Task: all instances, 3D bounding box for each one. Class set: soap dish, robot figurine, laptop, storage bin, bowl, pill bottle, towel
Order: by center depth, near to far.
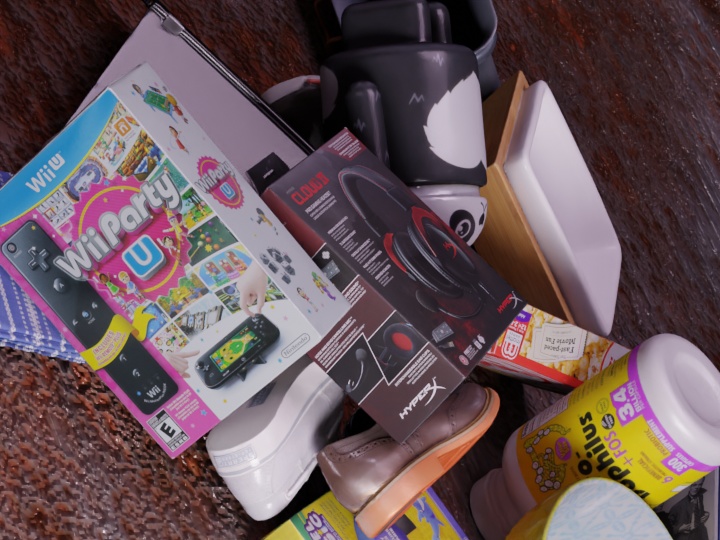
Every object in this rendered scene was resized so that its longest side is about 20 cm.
[{"bbox_3d":[-0.223,-0.005,1.479,0.199,0.024,0.146,17,43,-49],"label":"towel"},{"bbox_3d":[0.142,0.253,1.607,0.200,0.107,0.202,25,56,-43],"label":"bowl"},{"bbox_3d":[-0.120,-0.092,1.669,0.187,0.116,0.200,43,2,-17],"label":"laptop"},{"bbox_3d":[0.176,0.138,1.702,0.104,0.200,0.105,34,34,-28],"label":"pill bottle"},{"bbox_3d":[0.035,-0.102,1.744,0.149,0.125,0.202,-3,87,-28],"label":"robot figurine"},{"bbox_3d":[0.145,-0.042,1.925,0.201,0.081,0.158,63,24,-26],"label":"soap dish"},{"bbox_3d":[0.044,-0.211,1.981,0.134,0.145,0.201,58,12,-58],"label":"storage bin"}]

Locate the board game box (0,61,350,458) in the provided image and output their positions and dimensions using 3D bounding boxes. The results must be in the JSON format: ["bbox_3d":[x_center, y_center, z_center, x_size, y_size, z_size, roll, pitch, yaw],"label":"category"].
[{"bbox_3d":[-0.126,-0.005,1.442,0.200,0.147,0.064,49,28,-4],"label":"board game box"}]

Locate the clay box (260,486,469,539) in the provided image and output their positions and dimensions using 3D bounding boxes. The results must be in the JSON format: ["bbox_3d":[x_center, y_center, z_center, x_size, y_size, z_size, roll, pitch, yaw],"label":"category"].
[{"bbox_3d":[0.004,0.200,1.546,0.115,0.048,0.200,53,28,4],"label":"clay box"}]

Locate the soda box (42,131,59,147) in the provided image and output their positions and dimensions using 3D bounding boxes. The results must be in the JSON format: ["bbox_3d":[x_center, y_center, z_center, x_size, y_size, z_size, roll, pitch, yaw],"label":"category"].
[{"bbox_3d":[-0.132,-0.014,1.541,0.200,0.063,0.068,50,20,-17],"label":"soda box"}]

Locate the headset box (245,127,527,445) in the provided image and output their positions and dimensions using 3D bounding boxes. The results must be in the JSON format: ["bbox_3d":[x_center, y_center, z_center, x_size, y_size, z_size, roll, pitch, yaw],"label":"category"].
[{"bbox_3d":[0.000,0.000,1.555,0.200,0.075,0.149,44,28,3],"label":"headset box"}]

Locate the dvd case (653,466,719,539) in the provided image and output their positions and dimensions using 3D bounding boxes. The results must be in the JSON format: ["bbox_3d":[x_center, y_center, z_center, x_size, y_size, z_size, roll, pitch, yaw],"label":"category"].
[{"bbox_3d":[0.219,0.186,1.762,0.025,0.150,0.201,45,30,-20],"label":"dvd case"}]

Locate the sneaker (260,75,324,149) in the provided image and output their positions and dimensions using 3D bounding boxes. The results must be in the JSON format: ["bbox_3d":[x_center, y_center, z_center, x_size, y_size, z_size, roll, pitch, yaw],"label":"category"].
[{"bbox_3d":[0.002,-0.083,1.827,0.199,0.077,0.082,28,43,-35],"label":"sneaker"}]

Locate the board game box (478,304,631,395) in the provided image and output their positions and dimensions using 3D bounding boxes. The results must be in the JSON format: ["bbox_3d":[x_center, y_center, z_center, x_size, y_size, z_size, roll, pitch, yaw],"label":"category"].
[{"bbox_3d":[0.121,0.055,1.777,0.199,0.151,0.047,23,84,-41],"label":"board game box"}]

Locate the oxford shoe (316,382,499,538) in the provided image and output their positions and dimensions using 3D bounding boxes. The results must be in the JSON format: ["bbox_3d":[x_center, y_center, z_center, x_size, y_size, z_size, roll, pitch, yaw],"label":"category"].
[{"bbox_3d":[0.036,0.109,1.582,0.073,0.071,0.200,45,28,6],"label":"oxford shoe"}]

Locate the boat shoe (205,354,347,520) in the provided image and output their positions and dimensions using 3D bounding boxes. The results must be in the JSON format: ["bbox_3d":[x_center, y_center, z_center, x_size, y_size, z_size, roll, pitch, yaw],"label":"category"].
[{"bbox_3d":[-0.043,0.102,1.574,0.200,0.072,0.069,-61,132,-65],"label":"boat shoe"}]
